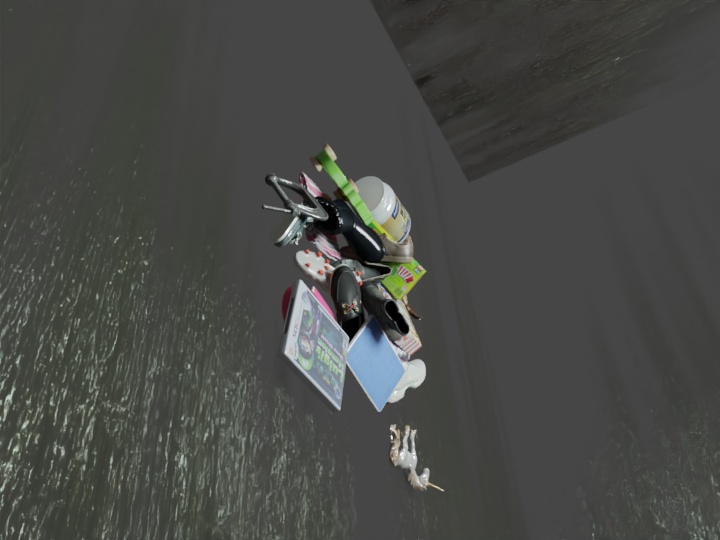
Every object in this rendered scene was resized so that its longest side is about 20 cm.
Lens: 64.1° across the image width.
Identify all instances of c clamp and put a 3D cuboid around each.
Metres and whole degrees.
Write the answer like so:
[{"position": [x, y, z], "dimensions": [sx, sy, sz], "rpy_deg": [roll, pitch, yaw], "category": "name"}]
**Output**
[{"position": [-0.149, -0.159, 1.224], "dimensions": [0.167, 0.028, 0.201], "rpy_deg": [16, 23, -30], "category": "c clamp"}]

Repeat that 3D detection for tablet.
[{"position": [0.034, 0.216, 1.328], "dimensions": [0.131, 0.013, 0.202], "rpy_deg": [-51, 128, -30], "category": "tablet"}]

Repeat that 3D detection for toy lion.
[{"position": [-0.038, -0.213, 1.509], "dimensions": [0.201, 0.068, 0.192], "rpy_deg": [53, 1, -36], "category": "toy lion"}]

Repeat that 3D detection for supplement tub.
[{"position": [0.053, -0.167, 1.677], "dimensions": [0.200, 0.141, 0.148], "rpy_deg": [44, 32, -55], "category": "supplement tub"}]

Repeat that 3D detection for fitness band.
[{"position": [-0.097, 0.120, 1.211], "dimensions": [0.202, 0.037, 0.145], "rpy_deg": [57, 25, -28], "category": "fitness band"}]

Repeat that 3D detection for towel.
[{"position": [-0.098, -0.133, 1.444], "dimensions": [0.146, 0.029, 0.205], "rpy_deg": [37, 39, -57], "category": "towel"}]

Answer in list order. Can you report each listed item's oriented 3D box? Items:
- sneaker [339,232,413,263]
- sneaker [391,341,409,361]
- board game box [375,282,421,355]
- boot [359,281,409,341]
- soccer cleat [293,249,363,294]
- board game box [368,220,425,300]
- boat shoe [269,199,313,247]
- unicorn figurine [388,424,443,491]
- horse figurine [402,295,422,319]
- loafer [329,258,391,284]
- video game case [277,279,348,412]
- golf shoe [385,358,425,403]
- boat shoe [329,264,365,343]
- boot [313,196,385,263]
[{"position": [0.041, -0.061, 1.502], "dimensions": [0.070, 0.194, 0.078], "rpy_deg": [118, -23, -88], "category": "sneaker"}, {"position": [0.063, 0.199, 1.497], "dimensions": [0.200, 0.080, 0.090], "rpy_deg": [41, 18, -57], "category": "sneaker"}, {"position": [0.081, 0.112, 1.537], "dimensions": [0.151, 0.046, 0.201], "rpy_deg": [45, 14, -28], "category": "board game box"}, {"position": [0.071, 0.122, 1.336], "dimensions": [0.130, 0.068, 0.201], "rpy_deg": [36, -15, 51], "category": "boot"}, {"position": [-0.080, 0.016, 1.314], "dimensions": [0.197, 0.077, 0.071], "rpy_deg": [23, 44, -36], "category": "soccer cleat"}, {"position": [0.072, -0.029, 1.561], "dimensions": [0.200, 0.102, 0.047], "rpy_deg": [45, 15, 10], "category": "board game box"}, {"position": [-0.141, -0.092, 1.242], "dimensions": [0.063, 0.072, 0.201], "rpy_deg": [57, 19, -19], "category": "boat shoe"}, {"position": [0.117, 0.460, 1.414], "dimensions": [0.198, 0.073, 0.141], "rpy_deg": [27, 54, -41], "category": "unicorn figurine"}, {"position": [0.110, 0.074, 1.732], "dimensions": [0.201, 0.049, 0.133], "rpy_deg": [51, 10, -24], "category": "horse figurine"}, {"position": [0.000, 0.000, 1.450], "dimensions": [0.197, 0.062, 0.074], "rpy_deg": [0, 76, -48], "category": "loafer"}, {"position": [-0.087, 0.150, 1.146], "dimensions": [0.201, 0.023, 0.185], "rpy_deg": [54, 30, -36], "category": "video game case"}, {"position": [0.108, 0.259, 1.461], "dimensions": [0.198, 0.074, 0.094], "rpy_deg": [-26, 117, -52], "category": "golf shoe"}, {"position": [-0.023, 0.086, 1.292], "dimensions": [0.063, 0.072, 0.207], "rpy_deg": [-141, -140, -59], "category": "boat shoe"}, {"position": [-0.033, -0.093, 1.384], "dimensions": [0.201, 0.076, 0.168], "rpy_deg": [50, 16, 6], "category": "boot"}]
